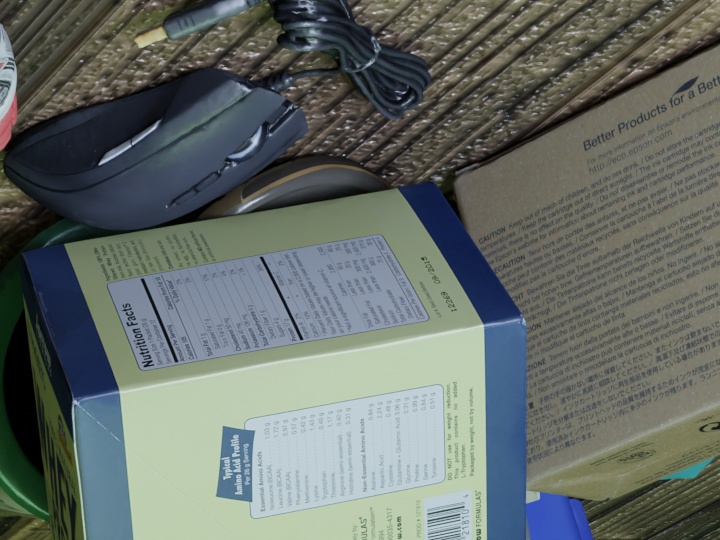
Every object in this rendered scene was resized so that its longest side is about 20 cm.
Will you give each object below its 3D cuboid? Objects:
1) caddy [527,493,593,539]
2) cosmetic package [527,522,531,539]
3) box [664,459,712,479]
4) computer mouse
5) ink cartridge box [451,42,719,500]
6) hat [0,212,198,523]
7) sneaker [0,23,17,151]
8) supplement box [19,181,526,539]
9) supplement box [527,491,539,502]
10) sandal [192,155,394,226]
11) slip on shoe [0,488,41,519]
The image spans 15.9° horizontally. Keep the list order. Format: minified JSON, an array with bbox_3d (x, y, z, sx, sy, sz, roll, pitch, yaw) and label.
[{"bbox_3d":[0.077,0.215,1.756,0.199,0.105,0.141,-15,158,13],"label":"caddy"},{"bbox_3d":[-0.010,0.148,1.548,0.199,0.123,0.199,-15,157,9],"label":"cosmetic package"},{"bbox_3d":[0.192,0.071,1.535,0.082,0.049,0.200,-3,157,-15],"label":"box"},{"bbox_3d":[-0.077,-0.064,1.117,0.199,0.046,0.140,-16,158,16],"label":"computer mouse"},{"bbox_3d":[0.152,-0.002,1.198,0.200,0.165,0.075,-26,154,36],"label":"ink cartridge box"},{"bbox_3d":[-0.157,0.034,1.313,0.200,0.166,0.176,25,176,-29],"label":"hat"},{"bbox_3d":[-0.233,-0.075,1.009,0.199,0.078,0.082,-12,155,-17],"label":"sneaker"},{"bbox_3d":[-0.039,0.090,1.173,0.199,0.134,0.201,-9,120,-13],"label":"supplement box"},{"bbox_3d":[-0.018,0.084,1.363,0.199,0.126,0.074,-16,158,2],"label":"supplement box"},{"bbox_3d":[0.000,0.000,1.253,0.082,0.055,0.200,-44,141,19],"label":"sandal"},{"bbox_3d":[-0.190,0.099,1.350,0.199,0.076,0.061,0,149,15],"label":"slip on shoe"}]
